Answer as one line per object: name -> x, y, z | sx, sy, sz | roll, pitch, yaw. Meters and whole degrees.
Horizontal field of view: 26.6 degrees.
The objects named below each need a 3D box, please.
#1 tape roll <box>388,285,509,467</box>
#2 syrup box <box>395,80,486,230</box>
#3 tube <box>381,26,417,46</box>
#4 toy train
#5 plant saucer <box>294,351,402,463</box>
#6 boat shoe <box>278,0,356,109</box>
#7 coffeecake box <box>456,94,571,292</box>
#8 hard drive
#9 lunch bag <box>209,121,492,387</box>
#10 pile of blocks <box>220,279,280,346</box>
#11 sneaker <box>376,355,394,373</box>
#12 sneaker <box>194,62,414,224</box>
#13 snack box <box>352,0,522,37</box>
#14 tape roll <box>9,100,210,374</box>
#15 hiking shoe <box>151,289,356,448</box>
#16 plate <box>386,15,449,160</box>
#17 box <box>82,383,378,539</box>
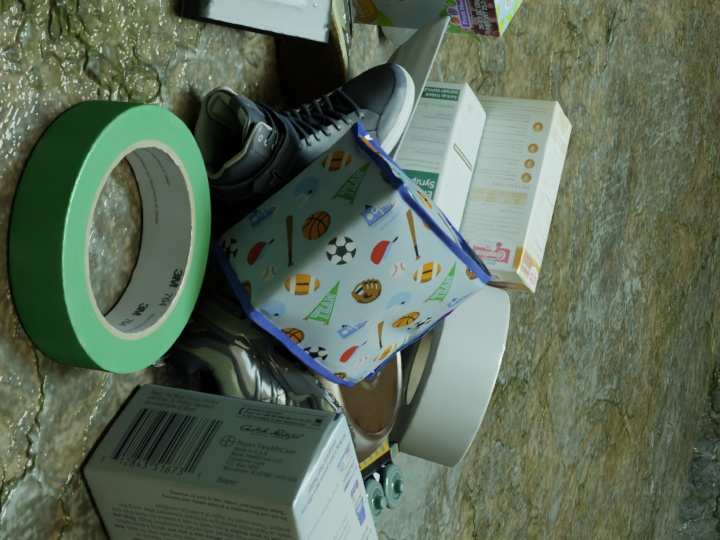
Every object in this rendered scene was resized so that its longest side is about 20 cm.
tape roll -> 0.094, 0.107, 1.638 | 0.202, 0.071, 0.203 | -163, -90, -84
syrup box -> 0.066, -0.096, 1.615 | 0.081, 0.079, 0.200 | 45, 57, -61
tube -> 0.078, -0.293, 1.632 | 0.058, 0.052, 0.200 | -48, -178, 36
toy train -> -0.019, 0.199, 1.520 | 0.200, 0.085, 0.114 | -23, 108, -63
plant saucer -> -0.004, 0.087, 1.465 | 0.200, 0.032, 0.200 | 29, 57, -59
boat shoe -> -0.033, -0.223, 1.366 | 0.065, 0.073, 0.200 | -38, 131, -51
coffeecake box -> 0.133, -0.088, 1.674 | 0.073, 0.153, 0.200 | 42, 59, -61
hard drive -> -0.074, -0.296, 1.248 | 0.139, 0.033, 0.200 | 4, 93, -43
lunch bag -> 0.000, 0.000, 1.283 | 0.170, 0.124, 0.200 | -39, 135, 9
pile of blocks -> -0.082, 0.093, 1.364 | 0.082, 0.062, 0.200 | -39, 132, -57
sneaker -> 0.030, 0.019, 1.437 | 0.085, 0.077, 0.200 | 59, 34, -47
sneaker -> -0.049, -0.126, 1.280 | 0.202, 0.077, 0.146 | -45, 144, -4
snack box -> 0.050, -0.320, 1.407 | 0.068, 0.169, 0.200 | -57, 146, -38
tape roll -> -0.181, -0.025, 1.130 | 0.200, 0.048, 0.201 | -31, 125, -59
hiking shoe -> -0.089, 0.110, 1.286 | 0.101, 0.076, 0.200 | -44, 113, -6
plate -> 0.009, -0.125, 1.439 | 0.200, 0.032, 0.200 | -49, -161, 62
box -> -0.095, 0.205, 1.221 | 0.105, 0.184, 0.200 | -60, 148, -44
